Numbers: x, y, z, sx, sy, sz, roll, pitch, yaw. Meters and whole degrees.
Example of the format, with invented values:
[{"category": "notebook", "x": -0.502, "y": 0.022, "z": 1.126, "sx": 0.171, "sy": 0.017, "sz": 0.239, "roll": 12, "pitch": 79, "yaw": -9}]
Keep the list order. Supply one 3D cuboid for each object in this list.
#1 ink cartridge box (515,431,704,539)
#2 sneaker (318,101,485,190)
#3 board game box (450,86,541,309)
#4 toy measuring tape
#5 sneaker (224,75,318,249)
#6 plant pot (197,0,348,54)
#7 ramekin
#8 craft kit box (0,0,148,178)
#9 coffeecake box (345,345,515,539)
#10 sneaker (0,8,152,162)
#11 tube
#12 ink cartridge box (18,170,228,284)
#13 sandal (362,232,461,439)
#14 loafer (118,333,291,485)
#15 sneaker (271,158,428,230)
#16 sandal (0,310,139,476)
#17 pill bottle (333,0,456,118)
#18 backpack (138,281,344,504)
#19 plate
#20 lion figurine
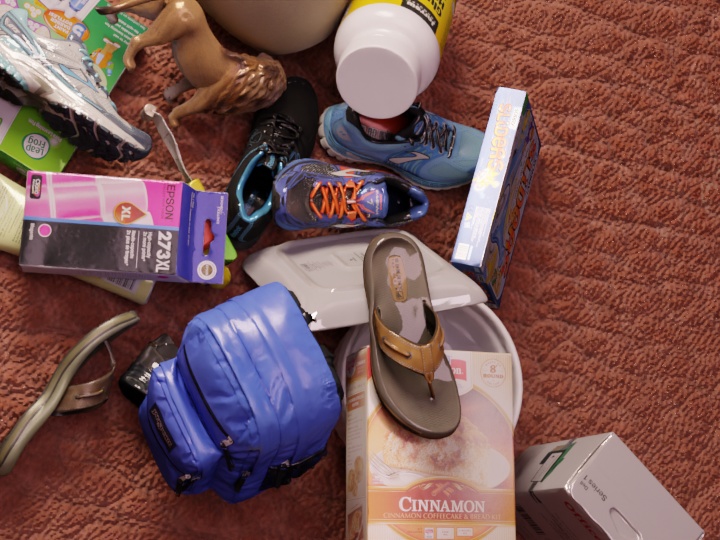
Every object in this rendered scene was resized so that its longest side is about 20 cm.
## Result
[{"category": "ink cartridge box", "x": 0.237, "y": 0.250, "z": 1.585, "sx": 0.146, "sy": 0.200, "sz": 0.084, "roll": 47, "pitch": 69, "yaw": -6}, {"category": "sneaker", "x": 0.058, "y": -0.139, "z": 1.661, "sx": 0.198, "sy": 0.090, "sz": 0.079, "roll": 8, "pitch": 77, "yaw": -19}, {"category": "board game box", "x": 0.147, "y": -0.075, "z": 1.659, "sx": 0.034, "sy": 0.135, "sz": 0.202, "roll": 11, "pitch": 73, "yaw": 17}, {"category": "toy measuring tape", "x": -0.192, "y": -0.068, "z": 1.571, "sx": 0.073, "sy": 0.074, "sz": 0.201, "roll": -28, "pitch": 89, "yaw": -22}, {"category": "sneaker", "x": -0.087, "y": -0.117, "z": 1.610, "sx": 0.073, "sy": 0.082, "sz": 0.202, "roll": 24, "pitch": 71, "yaw": -10}, {"category": "plant pot", "x": -0.084, "y": -0.305, "z": 1.609, "sx": 0.200, "sy": 0.200, "sz": 0.135, "roll": -33, "pitch": 126, "yaw": -22}, {"category": "ramekin", "x": 0.058, "y": 0.121, "z": 1.601, "sx": 0.198, "sy": 0.105, "sz": 0.202, "roll": 4, "pitch": 79, "yaw": -18}, {"category": "craft kit box", "x": -0.346, "y": -0.215, "z": 1.561, "sx": 0.199, "sy": 0.048, "sz": 0.199, "roll": 31, "pitch": 74, "yaw": -11}, {"category": "coffeecake box", "x": 0.067, "y": 0.180, "z": 1.497, "sx": 0.152, "sy": 0.073, "sz": 0.202, "roll": 4, "pitch": 78, "yaw": -18}, {"category": "sneaker", "x": -0.281, "y": -0.185, "z": 1.516, "sx": 0.199, "sy": 0.078, "sz": 0.087, "roll": 35, "pitch": 67, "yaw": -10}, {"category": "tube", "x": -0.295, "y": -0.029, "z": 1.542, "sx": 0.199, "sy": 0.052, "sz": 0.058, "roll": 24, "pitch": 31, "yaw": -9}, {"category": "ink cartridge box", "x": -0.229, "y": -0.041, "z": 1.513, "sx": 0.198, "sy": 0.037, "sz": 0.096, "roll": 4, "pitch": 78, "yaw": -8}, {"category": "sandal", "x": 0.050, "y": 0.057, "z": 1.449, "sx": 0.081, "sy": 0.055, "sz": 0.202, "roll": -3, "pitch": 77, "yaw": -19}, {"category": "loafer", "x": -0.141, "y": 0.140, "z": 1.546, "sx": 0.199, "sy": 0.073, "sz": 0.073, "roll": 37, "pitch": 66, "yaw": -10}, {"category": "sneaker", "x": -0.009, "y": -0.077, "z": 1.594, "sx": 0.199, "sy": 0.078, "sz": 0.076, "roll": -6, "pitch": 99, "yaw": -42}, {"category": "sandal", "x": -0.278, "y": 0.122, "z": 1.500, "sx": 0.057, "sy": 0.080, "sz": 0.202, "roll": 38, "pitch": 79, "yaw": -3}, {"category": "pill bottle", "x": 0.035, "y": -0.248, "z": 1.619, "sx": 0.112, "sy": 0.113, "sz": 0.201, "roll": 30, "pitch": 39, "yaw": -11}, {"category": "backpack", "x": -0.107, "y": 0.120, "z": 1.417, "sx": 0.167, "sy": 0.200, "sz": 0.163, "roll": -26, "pitch": 77, "yaw": -27}, {"category": "plate", "x": 0.000, "y": 0.000, "z": 1.561, "sx": 0.198, "sy": 0.200, "sz": 0.033, "roll": -9, "pitch": 113, "yaw": -20}, {"category": "lion figurine", "x": -0.166, "y": -0.221, "z": 1.560, "sx": 0.122, "sy": 0.200, "sz": 0.073, "roll": -26, "pitch": 45, "yaw": 14}]
